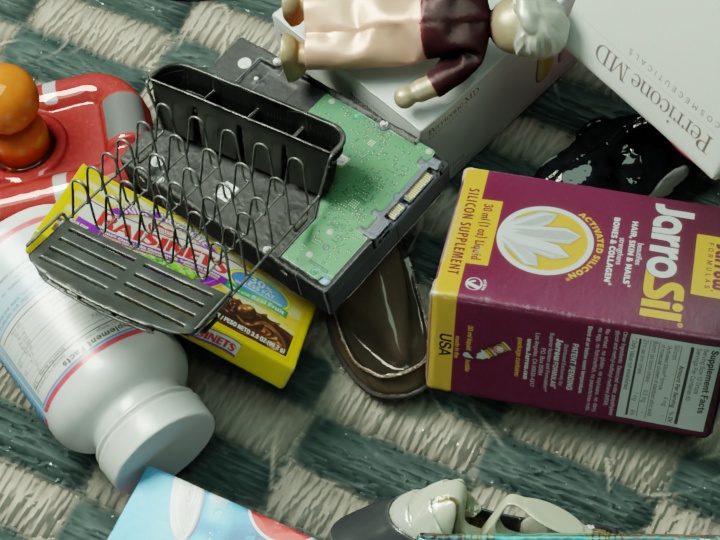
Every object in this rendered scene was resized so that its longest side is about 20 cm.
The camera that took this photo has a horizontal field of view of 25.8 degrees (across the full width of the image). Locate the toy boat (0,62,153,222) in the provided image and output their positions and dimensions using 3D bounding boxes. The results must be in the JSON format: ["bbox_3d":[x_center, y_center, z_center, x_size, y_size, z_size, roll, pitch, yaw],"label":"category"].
[{"bbox_3d":[-0.258,-0.102,1.171,0.200,0.131,0.131,-14,54,-3],"label":"toy boat"}]

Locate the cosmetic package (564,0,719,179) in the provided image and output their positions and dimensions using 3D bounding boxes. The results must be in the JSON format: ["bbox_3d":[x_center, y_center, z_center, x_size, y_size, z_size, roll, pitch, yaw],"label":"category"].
[{"bbox_3d":[0.270,-0.201,1.055,0.165,0.200,0.165,-20,54,-35],"label":"cosmetic package"}]

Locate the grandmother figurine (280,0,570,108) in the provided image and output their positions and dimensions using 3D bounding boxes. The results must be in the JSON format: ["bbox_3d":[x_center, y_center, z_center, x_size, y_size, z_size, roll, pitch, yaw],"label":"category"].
[{"bbox_3d":[0.046,-0.175,1.101,0.200,0.061,0.122,3,100,10],"label":"grandmother figurine"}]

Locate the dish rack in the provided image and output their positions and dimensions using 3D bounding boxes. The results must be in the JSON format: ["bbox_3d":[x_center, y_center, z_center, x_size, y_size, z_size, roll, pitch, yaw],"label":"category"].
[{"bbox_3d":[-0.119,-0.046,1.046,0.153,0.055,0.200,23,49,20],"label":"dish rack"}]

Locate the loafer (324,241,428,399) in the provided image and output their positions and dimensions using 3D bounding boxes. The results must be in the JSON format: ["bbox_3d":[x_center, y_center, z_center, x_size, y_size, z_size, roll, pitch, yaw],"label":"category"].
[{"bbox_3d":[0.000,0.000,1.140,0.073,0.071,0.200,-19,64,-5],"label":"loafer"}]

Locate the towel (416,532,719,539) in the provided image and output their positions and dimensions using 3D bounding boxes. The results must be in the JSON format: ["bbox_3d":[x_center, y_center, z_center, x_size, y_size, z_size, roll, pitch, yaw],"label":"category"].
[{"bbox_3d":[0.134,0.240,1.002,0.200,0.022,0.147,1,92,3],"label":"towel"}]

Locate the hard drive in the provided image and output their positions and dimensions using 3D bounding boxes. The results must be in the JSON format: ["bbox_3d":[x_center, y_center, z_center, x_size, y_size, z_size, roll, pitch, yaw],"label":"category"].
[{"bbox_3d":[-0.054,-0.072,1.127,0.200,0.038,0.140,31,68,25],"label":"hard drive"}]

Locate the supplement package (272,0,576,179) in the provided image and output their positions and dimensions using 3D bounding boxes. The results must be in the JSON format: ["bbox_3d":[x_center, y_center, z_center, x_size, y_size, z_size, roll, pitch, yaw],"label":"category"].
[{"bbox_3d":[0.061,-0.184,1.205,0.156,0.111,0.200,40,73,21],"label":"supplement package"}]

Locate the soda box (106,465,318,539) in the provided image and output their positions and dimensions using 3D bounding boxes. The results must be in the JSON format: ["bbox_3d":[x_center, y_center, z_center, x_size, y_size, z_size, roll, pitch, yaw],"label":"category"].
[{"bbox_3d":[-0.066,0.205,1.047,0.200,0.064,0.068,22,67,14],"label":"soda box"}]

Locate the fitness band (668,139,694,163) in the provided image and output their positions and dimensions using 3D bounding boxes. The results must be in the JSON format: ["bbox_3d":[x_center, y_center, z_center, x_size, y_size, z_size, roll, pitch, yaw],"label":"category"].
[{"bbox_3d":[0.278,-0.136,1.163,0.143,0.037,0.200,7,43,-16],"label":"fitness band"}]

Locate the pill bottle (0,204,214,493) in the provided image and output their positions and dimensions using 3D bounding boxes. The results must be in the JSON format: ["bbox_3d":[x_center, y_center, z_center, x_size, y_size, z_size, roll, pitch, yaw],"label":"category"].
[{"bbox_3d":[-0.192,0.056,1.107,0.109,0.109,0.200,-36,67,-13],"label":"pill bottle"}]

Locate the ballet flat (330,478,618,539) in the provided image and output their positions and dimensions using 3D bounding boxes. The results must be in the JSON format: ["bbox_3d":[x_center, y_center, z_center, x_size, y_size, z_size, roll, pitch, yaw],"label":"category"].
[{"bbox_3d":[0.080,0.174,1.045,0.200,0.073,0.073,12,65,9],"label":"ballet flat"}]

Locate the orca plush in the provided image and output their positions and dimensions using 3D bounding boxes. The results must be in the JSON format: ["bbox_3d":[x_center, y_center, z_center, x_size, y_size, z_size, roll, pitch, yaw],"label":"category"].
[{"bbox_3d":[0.221,-0.086,1.165,0.200,0.071,0.105,-4,63,3],"label":"orca plush"}]

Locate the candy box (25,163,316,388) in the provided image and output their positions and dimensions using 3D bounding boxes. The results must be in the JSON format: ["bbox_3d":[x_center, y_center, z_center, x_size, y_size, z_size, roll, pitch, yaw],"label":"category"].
[{"bbox_3d":[-0.128,0.002,1.109,0.200,0.026,0.102,29,30,-7],"label":"candy box"}]

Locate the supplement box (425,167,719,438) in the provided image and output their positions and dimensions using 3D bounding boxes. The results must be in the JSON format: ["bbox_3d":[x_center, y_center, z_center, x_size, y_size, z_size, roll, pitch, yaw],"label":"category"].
[{"bbox_3d":[0.154,0.021,1.084,0.200,0.103,0.131,9,46,8],"label":"supplement box"}]
